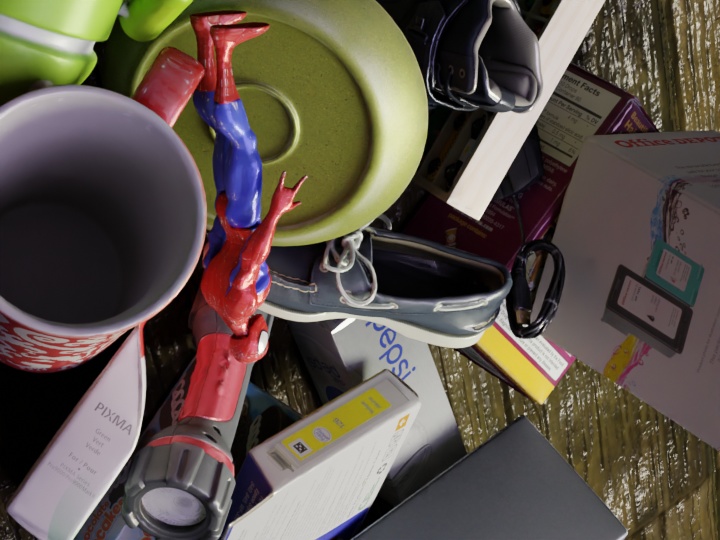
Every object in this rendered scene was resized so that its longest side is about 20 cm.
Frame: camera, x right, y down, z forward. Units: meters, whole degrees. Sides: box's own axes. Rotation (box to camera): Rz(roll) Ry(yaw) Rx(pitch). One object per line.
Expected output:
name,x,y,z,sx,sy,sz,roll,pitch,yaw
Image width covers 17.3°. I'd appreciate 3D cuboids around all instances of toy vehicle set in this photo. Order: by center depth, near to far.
toy vehicle set,0.098,-0.137,1.557,0.026,0.124,0.201,29,93,-20

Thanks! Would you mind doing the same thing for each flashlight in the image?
flashlight,-0.096,0.078,1.467,0.068,0.201,0.068,32,132,-19

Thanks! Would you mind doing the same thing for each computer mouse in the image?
computer mouse,0.099,-0.045,1.581,0.058,0.201,0.034,-23,144,19

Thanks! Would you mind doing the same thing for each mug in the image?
mug,-0.148,-0.021,1.314,0.177,0.134,0.200,-28,175,-17

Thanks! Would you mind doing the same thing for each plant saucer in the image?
plant saucer,-0.060,-0.092,1.391,0.031,0.199,0.201,-71,162,-55

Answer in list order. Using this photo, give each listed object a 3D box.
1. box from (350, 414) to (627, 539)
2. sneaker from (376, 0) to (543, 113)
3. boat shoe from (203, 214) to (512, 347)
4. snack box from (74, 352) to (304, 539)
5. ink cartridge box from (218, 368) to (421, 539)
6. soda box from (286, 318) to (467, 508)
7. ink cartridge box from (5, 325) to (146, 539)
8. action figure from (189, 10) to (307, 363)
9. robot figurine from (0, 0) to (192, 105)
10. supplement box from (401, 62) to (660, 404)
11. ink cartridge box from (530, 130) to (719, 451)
box,0.063,0.239,1.694,0.200,0.123,0.199,-34,160,-26
sneaker,0.030,-0.102,1.497,0.077,0.146,0.203,9,109,-48
boat shoe,0.000,0.000,1.519,0.199,0.075,0.062,17,140,-14
snack box,-0.122,0.163,1.590,0.200,0.037,0.116,-56,140,-2
ink cartridge box,-0.064,0.177,1.561,0.200,0.047,0.198,-25,150,-45
soda box,0.011,0.077,1.647,0.068,0.063,0.201,-39,135,-19
ink cartridge box,-0.138,0.072,1.442,0.200,0.050,0.161,-53,-177,-4
action figure,-0.067,-0.043,1.340,0.051,0.065,0.201,-7,108,-25
robot figurine,-0.176,-0.178,1.269,0.175,0.116,0.201,19,101,-20
supplement box,0.126,-0.030,1.663,0.200,0.103,0.131,-52,138,-5
ink cartridge box,0.243,0.011,1.572,0.146,0.200,0.147,-5,119,-43
